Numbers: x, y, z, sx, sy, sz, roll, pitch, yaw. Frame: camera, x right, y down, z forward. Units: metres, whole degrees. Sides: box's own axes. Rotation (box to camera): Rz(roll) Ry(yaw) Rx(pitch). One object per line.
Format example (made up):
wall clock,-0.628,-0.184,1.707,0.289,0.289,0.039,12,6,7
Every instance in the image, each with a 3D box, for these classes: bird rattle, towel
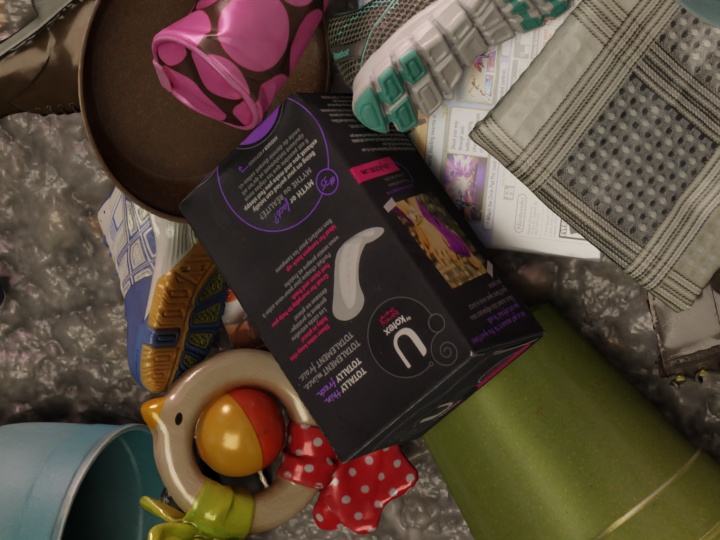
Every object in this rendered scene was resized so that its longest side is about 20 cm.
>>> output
bird rattle,-0.068,0.134,1.194,0.199,0.113,0.164,-26,98,-10
towel,0.201,-0.101,1.068,0.192,0.035,0.200,39,94,-11

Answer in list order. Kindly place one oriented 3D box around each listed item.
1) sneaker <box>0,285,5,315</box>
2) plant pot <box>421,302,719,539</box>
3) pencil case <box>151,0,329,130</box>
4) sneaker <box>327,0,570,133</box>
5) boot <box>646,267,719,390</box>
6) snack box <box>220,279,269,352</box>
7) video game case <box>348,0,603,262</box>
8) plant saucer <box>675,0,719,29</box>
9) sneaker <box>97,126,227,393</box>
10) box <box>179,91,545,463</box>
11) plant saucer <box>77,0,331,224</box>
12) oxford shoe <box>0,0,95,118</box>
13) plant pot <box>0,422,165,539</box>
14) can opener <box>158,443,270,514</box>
sneaker,-0.338,-0.051,1.228,0.202,0.077,0.147,32,134,3
plant pot,0.134,0.131,1.144,0.200,0.200,0.190,-39,82,22
pencil case,-0.060,-0.188,1.061,0.093,0.201,0.091,19,155,21
sneaker,0.060,-0.179,1.056,0.199,0.078,0.091,-36,54,-1
boot,0.284,0.047,1.130,0.173,0.069,0.201,-18,92,20
snack box,-0.010,0.005,1.209,0.199,0.024,0.072,-20,99,20
video game case,0.084,-0.117,1.121,0.180,0.045,0.202,7,101,10
plant saucer,0.240,-0.241,1.025,0.199,0.039,0.203,-1,94,-15
sneaker,-0.146,-0.016,1.208,0.088,0.075,0.202,10,92,32
box,0.000,0.000,1.065,0.122,0.106,0.201,-41,74,27
plant saucer,-0.108,-0.133,1.124,0.037,0.200,0.202,17,117,49
oxford shoe,-0.228,-0.133,1.195,0.200,0.073,0.085,-37,98,22
plant pot,-0.259,0.204,1.258,0.187,0.200,0.202,5,110,20
can opener,-0.100,0.218,1.284,0.078,0.063,0.201,-8,106,16
